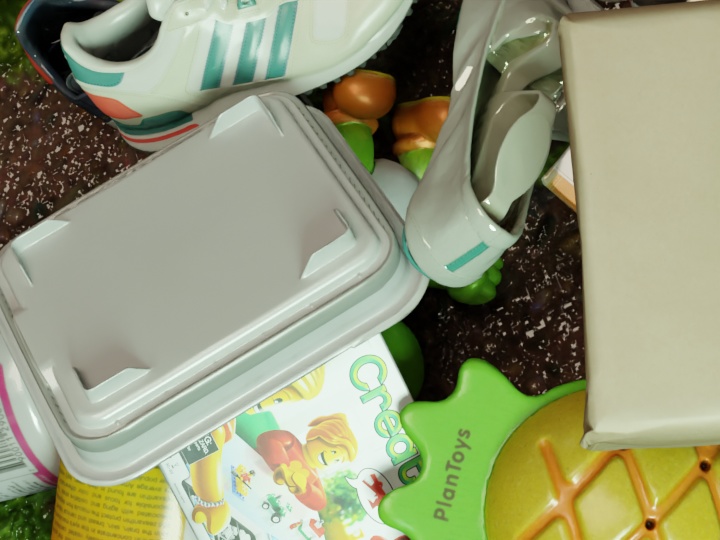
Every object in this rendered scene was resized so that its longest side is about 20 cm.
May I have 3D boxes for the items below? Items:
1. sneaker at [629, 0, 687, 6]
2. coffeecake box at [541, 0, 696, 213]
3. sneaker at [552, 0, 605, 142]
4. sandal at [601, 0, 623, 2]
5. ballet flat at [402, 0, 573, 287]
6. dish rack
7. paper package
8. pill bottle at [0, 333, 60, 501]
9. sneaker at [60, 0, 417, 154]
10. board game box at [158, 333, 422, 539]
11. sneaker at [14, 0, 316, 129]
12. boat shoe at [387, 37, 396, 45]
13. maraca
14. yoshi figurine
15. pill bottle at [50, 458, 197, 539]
[{"bbox_3d":[0.155,-0.230,1.130,0.076,0.082,0.202,-6,75,22],"label":"sneaker"},{"bbox_3d":[0.212,-0.037,1.034,0.200,0.073,0.154,41,95,9],"label":"coffeecake box"},{"bbox_3d":[0.088,-0.117,1.139,0.089,0.075,0.200,-49,66,11],"label":"sneaker"},{"bbox_3d":[0.167,-0.196,1.074,0.202,0.050,0.083,-29,93,-27],"label":"sandal"},{"bbox_3d":[0.075,-0.082,1.033,0.069,0.070,0.201,4,57,24],"label":"ballet flat"},{"bbox_3d":[-0.082,-0.003,1.045,0.199,0.044,0.172,-31,48,-4],"label":"dish rack"},{"bbox_3d":[0.190,-0.023,0.945,0.198,0.103,0.193,-5,85,9],"label":"paper package"},{"bbox_3d":[-0.245,0.082,1.206,0.198,0.113,0.114,-15,72,19],"label":"pill bottle"},{"bbox_3d":[-0.064,-0.135,1.109,0.199,0.093,0.071,-25,50,19],"label":"sneaker"},{"bbox_3d":[-0.015,0.122,1.066,0.125,0.035,0.201,-27,105,-1],"label":"board game box"},{"bbox_3d":[-0.114,-0.102,1.212,0.199,0.084,0.076,23,86,26],"label":"sneaker"},{"bbox_3d":[0.009,-0.217,1.194,0.068,0.075,0.202,-11,72,26],"label":"boat shoe"},{"bbox_3d":[0.109,0.116,1.034,0.198,0.107,0.138,14,80,-1],"label":"maraca"},{"bbox_3d":[0.011,0.001,1.123,0.111,0.112,0.202,9,84,18],"label":"yoshi figurine"},{"bbox_3d":[-0.105,0.126,1.126,0.110,0.111,0.202,10,96,25],"label":"pill bottle"}]
